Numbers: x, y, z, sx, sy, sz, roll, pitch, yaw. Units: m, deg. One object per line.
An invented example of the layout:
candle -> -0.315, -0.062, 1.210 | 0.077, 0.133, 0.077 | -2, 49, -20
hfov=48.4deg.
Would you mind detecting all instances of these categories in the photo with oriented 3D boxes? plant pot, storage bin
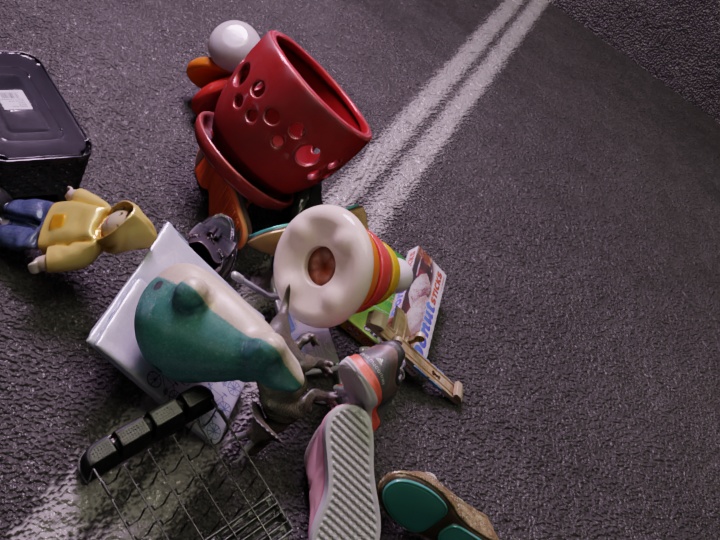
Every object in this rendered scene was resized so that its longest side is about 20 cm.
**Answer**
plant pot -> -0.111, -0.195, 1.108 | 0.200, 0.182, 0.201 | 42, 17, -16
storage bin -> -0.443, -0.177, 1.005 | 0.135, 0.094, 0.200 | -13, 59, -44

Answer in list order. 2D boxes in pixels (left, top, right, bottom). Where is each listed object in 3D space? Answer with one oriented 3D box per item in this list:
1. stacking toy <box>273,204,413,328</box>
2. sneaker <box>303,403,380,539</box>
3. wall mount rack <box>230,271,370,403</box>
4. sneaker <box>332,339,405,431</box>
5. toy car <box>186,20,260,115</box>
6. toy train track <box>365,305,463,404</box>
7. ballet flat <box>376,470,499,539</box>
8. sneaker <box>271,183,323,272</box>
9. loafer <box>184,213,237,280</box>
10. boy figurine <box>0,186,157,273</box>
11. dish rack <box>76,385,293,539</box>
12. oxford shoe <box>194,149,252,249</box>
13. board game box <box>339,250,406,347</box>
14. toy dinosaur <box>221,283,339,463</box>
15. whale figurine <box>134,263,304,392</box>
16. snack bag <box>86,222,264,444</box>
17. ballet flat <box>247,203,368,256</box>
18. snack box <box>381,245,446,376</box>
stacking toy -> 0.000, 0.000, 1.015 | 0.200, 0.146, 0.146 | 7, 43, -56
sneaker -> -0.024, 0.253, 0.888 | 0.075, 0.105, 0.201 | 6, 75, -12
wall mount rack -> -0.081, 0.068, 1.016 | 0.173, 0.075, 0.201 | -3, 60, -34
sneaker -> 0.022, 0.137, 0.942 | 0.082, 0.200, 0.077 | -34, 75, -17
toy car -> -0.189, -0.280, 1.277 | 0.200, 0.175, 0.150 | 39, 72, 4
toy train track -> 0.084, 0.117, 1.079 | 0.200, 0.032, 0.115 | 43, 41, -29
ballet flat -> 0.086, 0.276, 0.927 | 0.200, 0.070, 0.065 | 46, 18, -27
sneaker -> -0.077, -0.058, 1.183 | 0.082, 0.073, 0.201 | 24, 49, -19
loafer -> -0.202, -0.006, 1.004 | 0.072, 0.063, 0.200 | 26, 49, -2
boy figurine -> -0.330, -0.046, 0.904 | 0.199, 0.065, 0.125 | 6, 51, 14
dish rack -> -0.168, 0.223, 0.791 | 0.153, 0.055, 0.200 | -29, 74, -27
oxford shoe -> -0.179, -0.108, 1.152 | 0.073, 0.071, 0.200 | 9, 44, -37
board game box -> 0.044, 0.048, 1.189 | 0.095, 0.030, 0.200 | 39, 40, 1
toy dinosaur -> -0.084, 0.115, 0.897 | 0.102, 0.077, 0.201 | 6, 89, -45
whale figurine -> -0.149, 0.075, 0.804 | 0.200, 0.159, 0.104 | 25, 63, 37
snack bag -> -0.194, 0.068, 0.918 | 0.189, 0.021, 0.200 | 47, 40, -24
ballet flat -> -0.060, -0.042, 1.089 | 0.200, 0.069, 0.063 | -19, 89, -39
snack box -> 0.080, 0.055, 1.162 | 0.072, 0.024, 0.200 | 46, 39, -24
